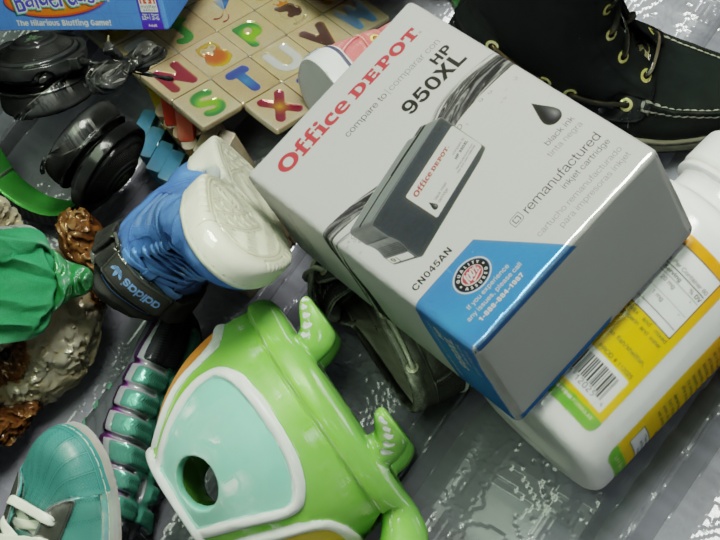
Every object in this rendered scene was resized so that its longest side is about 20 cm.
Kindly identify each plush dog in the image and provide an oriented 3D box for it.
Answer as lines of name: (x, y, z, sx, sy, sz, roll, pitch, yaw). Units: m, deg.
plush dog: (-0.247, 0.022, 1.177, 0.171, 0.160, 0.201, 29, 91, 8)

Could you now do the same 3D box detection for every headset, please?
headset: (-0.195, -0.096, 1.180, 0.199, 0.124, 0.094, -27, 10, 40)

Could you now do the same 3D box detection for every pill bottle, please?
pill bottle: (0.163, 0.018, 1.053, 0.200, 0.111, 0.111, -45, 61, -8)

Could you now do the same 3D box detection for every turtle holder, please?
turtle holder: (-0.039, 0.115, 1.064, 0.131, 0.141, 0.186, -34, 104, -2)

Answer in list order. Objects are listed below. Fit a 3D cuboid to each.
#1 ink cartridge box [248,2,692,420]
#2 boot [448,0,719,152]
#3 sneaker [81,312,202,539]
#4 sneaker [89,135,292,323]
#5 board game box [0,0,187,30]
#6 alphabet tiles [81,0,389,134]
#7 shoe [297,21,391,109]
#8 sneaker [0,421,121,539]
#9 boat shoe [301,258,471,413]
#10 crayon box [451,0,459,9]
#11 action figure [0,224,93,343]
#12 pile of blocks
ink cartridge box: (0.057, -0.038, 1.014, 0.145, 0.084, 0.200, -47, 51, -8)
boot: (0.152, -0.149, 1.089, 0.202, 0.154, 0.074, 11, 57, -1)
sneaker: (-0.162, 0.109, 1.130, 0.087, 0.074, 0.201, 7, 68, 25)
sneaker: (-0.105, -0.005, 1.069, 0.111, 0.077, 0.200, -45, 18, 9)
board game box: (-0.168, -0.231, 1.258, 0.151, 0.045, 0.201, 1, 36, 18)
alphabet tiles: (-0.084, -0.167, 1.237, 0.166, 0.006, 0.200, -34, 57, -28)
shoe: (0.051, -0.072, 1.152, 0.091, 0.072, 0.201, -28, 74, -23)
sneaker: (-0.194, 0.185, 1.045, 0.071, 0.080, 0.202, 21, 104, 35)
boat shoe: (0.000, 0.000, 1.125, 0.063, 0.071, 0.200, -27, 60, -20)
crayon box: (0.084, -0.274, 1.251, 0.126, 0.051, 0.201, -28, 61, 2)
action figure: (-0.253, 0.004, 1.083, 0.198, 0.055, 0.119, 3, 96, -24)
pile of blocks: (-0.114, -0.075, 1.208, 0.082, 0.062, 0.201, -32, 60, 0)
